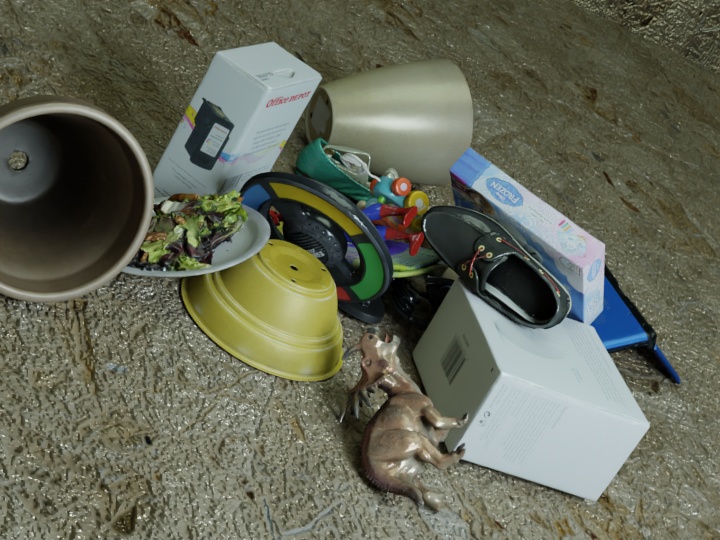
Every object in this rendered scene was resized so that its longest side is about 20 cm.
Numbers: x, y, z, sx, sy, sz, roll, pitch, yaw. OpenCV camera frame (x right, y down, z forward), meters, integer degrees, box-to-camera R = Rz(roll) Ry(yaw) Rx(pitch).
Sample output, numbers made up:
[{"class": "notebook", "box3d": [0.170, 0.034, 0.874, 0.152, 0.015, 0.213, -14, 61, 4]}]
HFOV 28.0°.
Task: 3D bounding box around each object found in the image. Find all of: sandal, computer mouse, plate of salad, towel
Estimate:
[{"class": "sandal", "box3d": [0.000, 0.000, 1.766, 0.075, 0.045, 0.200, 25, 25, -13]}, {"class": "computer mouse", "box3d": [0.121, 0.048, 1.792, 0.200, 0.046, 0.141, 31, 24, -18]}, {"class": "plate of salad", "box3d": [-0.197, -0.048, 1.551, 0.199, 0.048, 0.200, 1, 28, 0]}, {"class": "towel", "box3d": [-0.012, -0.030, 1.753, 0.200, 0.023, 0.143, 19, 16, 33]}]

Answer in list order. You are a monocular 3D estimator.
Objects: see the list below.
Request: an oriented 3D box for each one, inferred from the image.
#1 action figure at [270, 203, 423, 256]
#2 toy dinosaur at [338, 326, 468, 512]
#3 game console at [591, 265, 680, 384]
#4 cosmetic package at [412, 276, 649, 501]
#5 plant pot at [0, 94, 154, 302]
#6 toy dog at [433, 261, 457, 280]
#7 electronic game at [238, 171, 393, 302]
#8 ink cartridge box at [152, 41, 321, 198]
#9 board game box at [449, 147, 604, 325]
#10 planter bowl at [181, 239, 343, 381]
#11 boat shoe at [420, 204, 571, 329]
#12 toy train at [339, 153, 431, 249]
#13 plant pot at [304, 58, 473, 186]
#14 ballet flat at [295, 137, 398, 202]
[{"class": "action figure", "box3d": [-0.029, -0.053, 1.665, 0.200, 0.066, 0.052, 7, 46, 30]}, {"class": "toy dinosaur", "box3d": [0.032, 0.167, 1.463, 0.135, 0.086, 0.200, 17, 43, -6]}, {"class": "game console", "box3d": [0.342, 0.079, 2.044, 0.170, 0.119, 0.200, -12, 39, -13]}, {"class": "cosmetic package", "box3d": [0.188, 0.134, 1.636, 0.200, 0.123, 0.200, 19, 25, -21]}, {"class": "plant pot", "box3d": [-0.325, -0.087, 1.430, 0.200, 0.201, 0.175, 16, 10, -30]}, {"class": "toy dog", "box3d": [0.152, -0.033, 1.939, 0.132, 0.096, 0.200, 36, 25, 8]}, {"class": "electronic game", "box3d": [-0.052, -0.035, 1.625, 0.200, 0.200, 0.042, 32, 59, 2]}, {"class": "ink cartridge box", "box3d": [-0.149, -0.165, 1.717, 0.083, 0.200, 0.146, 37, 25, 13]}, {"class": "board game box", "box3d": [0.198, -0.033, 1.705, 0.199, 0.043, 0.200, 37, -13, 21]}, {"class": "planter bowl", "box3d": [-0.089, 0.025, 1.576, 0.200, 0.084, 0.201, 25, 26, -13]}, {"class": "boat shoe", "box3d": [0.149, -0.008, 1.628, 0.201, 0.074, 0.063, 38, 13, 12]}, {"class": "toy train", "box3d": [0.032, -0.068, 1.828, 0.150, 0.056, 0.200, 24, -14, 24]}, {"class": "plant pot", "box3d": [0.028, -0.215, 2.072, 0.200, 0.188, 0.187, -1, 38, -27]}, {"class": "ballet flat", "box3d": [0.009, -0.120, 1.969, 0.200, 0.070, 0.067, 28, 25, -8]}]
